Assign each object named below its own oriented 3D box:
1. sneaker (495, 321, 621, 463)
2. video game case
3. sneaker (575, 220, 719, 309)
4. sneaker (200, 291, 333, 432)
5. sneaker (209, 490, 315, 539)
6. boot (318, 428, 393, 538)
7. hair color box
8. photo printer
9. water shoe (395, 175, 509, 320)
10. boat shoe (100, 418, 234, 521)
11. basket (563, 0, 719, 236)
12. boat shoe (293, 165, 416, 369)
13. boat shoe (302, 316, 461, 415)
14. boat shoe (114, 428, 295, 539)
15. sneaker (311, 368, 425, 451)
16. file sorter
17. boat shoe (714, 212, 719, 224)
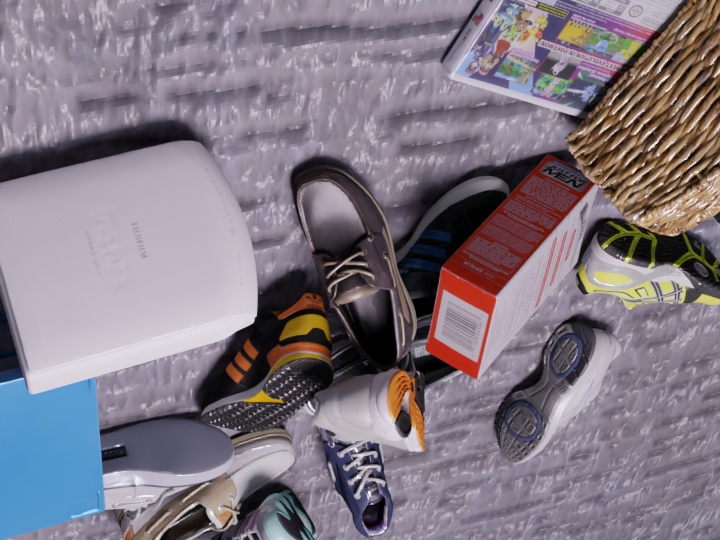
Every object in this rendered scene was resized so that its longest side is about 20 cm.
[{"bbox_3d":[0.226,0.145,1.586,0.087,0.075,0.201,5,130,-41],"label":"sneaker"},{"bbox_3d":[0.190,-0.221,1.212,0.199,0.023,0.183,9,127,-39],"label":"video game case"},{"bbox_3d":[0.311,0.003,1.493,0.199,0.076,0.077,15,131,-29],"label":"sneaker"},{"bbox_3d":[-0.086,0.088,1.336,0.069,0.091,0.200,18,148,-28],"label":"sneaker"},{"bbox_3d":[-0.117,0.299,1.470,0.139,0.078,0.200,-34,172,-3],"label":"sneaker"},{"bbox_3d":[0.001,0.195,1.482,0.072,0.091,0.201,-21,140,-10],"label":"boot"},{"bbox_3d":[0.142,-0.006,1.302,0.200,0.064,0.112,-43,153,-39],"label":"hair color box"},{"bbox_3d":[-0.184,-0.009,1.099,0.198,0.168,0.069,-15,166,-17],"label":"photo printer"},{"bbox_3d":[0.077,-0.001,1.330,0.200,0.079,0.071,-44,139,17],"label":"water shoe"},{"bbox_3d":[-0.222,0.205,1.370,0.200,0.075,0.087,-9,139,-17],"label":"boat shoe"},{"bbox_3d":[0.316,-0.126,1.276,0.200,0.143,0.148,-48,148,18],"label":"basket"},{"bbox_3d":[0.000,0.000,1.240,0.074,0.073,0.201,-23,115,11],"label":"boat shoe"},{"bbox_3d":[0.034,0.100,1.401,0.198,0.068,0.074,-14,106,-20],"label":"boat shoe"},{"bbox_3d":[-0.152,0.235,1.448,0.199,0.069,0.075,-28,140,-3],"label":"boat shoe"},{"bbox_3d":[0.009,0.126,1.292,0.091,0.077,0.200,-3,167,11],"label":"sneaker"},{"bbox_3d":[-0.302,0.117,1.189,0.138,0.123,0.201,-13,138,-19],"label":"file sorter"},{"bbox_3d":[0.443,-0.114,1.448,0.200,0.061,0.076,-39,140,11],"label":"boat shoe"}]
